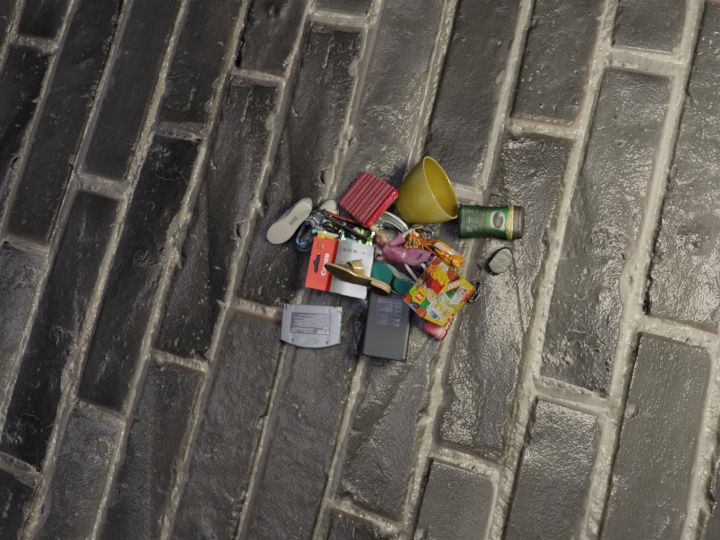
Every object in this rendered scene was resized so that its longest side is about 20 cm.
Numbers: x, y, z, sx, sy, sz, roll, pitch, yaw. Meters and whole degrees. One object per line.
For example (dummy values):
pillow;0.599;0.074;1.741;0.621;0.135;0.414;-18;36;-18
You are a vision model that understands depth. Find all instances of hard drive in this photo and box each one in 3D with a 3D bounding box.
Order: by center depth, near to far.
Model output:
hard drive;0.082;0.161;1.560;0.136;0.033;0.205;7;84;13

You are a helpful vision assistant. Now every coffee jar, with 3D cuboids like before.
coffee jar;0.395;-0.146;1.578;0.195;0.085;0.107;4;88;13

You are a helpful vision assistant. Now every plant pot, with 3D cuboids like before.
plant pot;0.189;-0.222;1.594;0.140;0.198;0.204;-25;77;31

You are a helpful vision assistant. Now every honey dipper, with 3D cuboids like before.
honey dipper;0.055;-0.110;1.582;0.037;0.200;0.039;-1;82;9

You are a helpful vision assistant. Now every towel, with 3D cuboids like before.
towel;0.022;-0.224;1.632;0.145;0.022;0.200;-49;41;1

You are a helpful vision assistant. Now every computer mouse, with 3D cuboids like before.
computer mouse;0.389;0.013;1.589;0.058;0.034;0.201;39;96;-3

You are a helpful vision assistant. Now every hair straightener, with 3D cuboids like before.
hair straightener;-0.065;-0.133;1.624;0.196;0.041;0.079;22;82;-15

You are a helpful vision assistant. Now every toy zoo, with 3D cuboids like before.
toy zoo;-0.059;-0.098;1.657;0.196;0.020;0.134;14;84;-11

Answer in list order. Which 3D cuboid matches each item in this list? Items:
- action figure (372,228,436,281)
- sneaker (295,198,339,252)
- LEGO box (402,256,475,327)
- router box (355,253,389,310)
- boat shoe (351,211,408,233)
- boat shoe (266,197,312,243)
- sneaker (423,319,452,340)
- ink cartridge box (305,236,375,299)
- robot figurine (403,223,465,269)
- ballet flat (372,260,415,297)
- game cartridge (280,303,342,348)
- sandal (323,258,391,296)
action figure;0.121;-0.034;1.521;0.196;0.136;0.150;22;42;13
sneaker;-0.139;-0.147;1.686;0.076;0.085;0.202;35;89;14
LEGO box;0.224;0.065;1.459;0.077;0.199;0.150;42;99;30
router box;0.074;0.071;1.623;0.150;0.062;0.200;-45;76;4
boat shoe;0.059;-0.154;1.651;0.197;0.073;0.062;29;77;21
boat shoe;-0.230;-0.166;1.714;0.072;0.069;0.200;39;117;-11
sneaker;0.252;0.104;1.578;0.085;0.074;0.204;24;87;15
ink cartridge box;-0.063;-0.011;1.595;0.195;0.047;0.164;11;86;4
robot figurine;0.210;-0.049;1.586;0.198;0.058;0.147;34;125;11
ballet flat;0.111;0.036;1.545;0.072;0.072;0.199;-53;46;1
game cartridge;-0.156;0.178;1.669;0.195;0.041;0.137;3;79;12
sandal;0.000;0.002;1.540;0.208;0.078;0.071;23;66;7
